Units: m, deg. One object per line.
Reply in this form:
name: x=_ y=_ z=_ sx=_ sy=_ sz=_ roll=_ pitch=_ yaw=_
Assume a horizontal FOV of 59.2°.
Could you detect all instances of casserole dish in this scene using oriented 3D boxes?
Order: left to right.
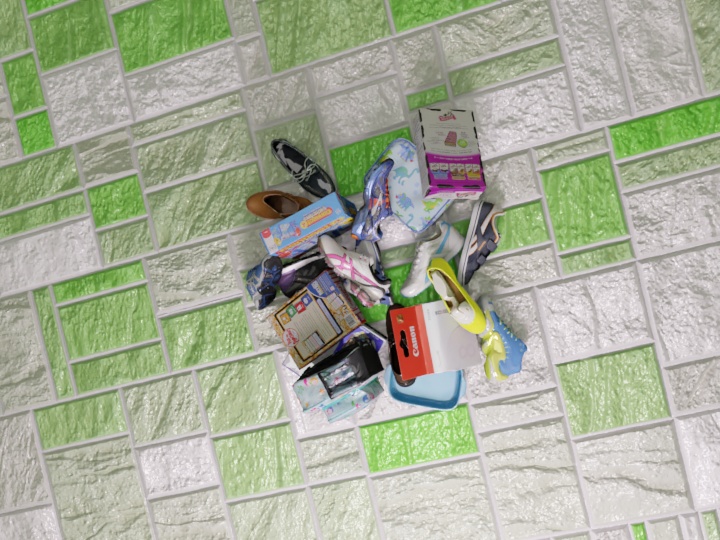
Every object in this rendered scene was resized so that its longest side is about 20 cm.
casserole dish: x=0.156 y=0.264 z=1.524 sx=0.196 sy=0.039 sz=0.124 roll=8 pitch=93 yaw=9

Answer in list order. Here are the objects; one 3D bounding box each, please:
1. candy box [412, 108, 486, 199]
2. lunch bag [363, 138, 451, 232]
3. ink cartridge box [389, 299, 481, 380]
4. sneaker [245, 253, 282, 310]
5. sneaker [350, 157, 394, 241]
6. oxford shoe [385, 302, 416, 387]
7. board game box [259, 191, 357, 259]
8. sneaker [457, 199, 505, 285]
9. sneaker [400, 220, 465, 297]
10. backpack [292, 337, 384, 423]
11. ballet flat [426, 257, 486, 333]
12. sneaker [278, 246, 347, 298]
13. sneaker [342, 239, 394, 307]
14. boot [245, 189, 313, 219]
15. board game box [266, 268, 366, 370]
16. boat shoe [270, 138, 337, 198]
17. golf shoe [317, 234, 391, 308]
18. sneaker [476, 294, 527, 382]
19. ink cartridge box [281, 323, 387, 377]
candy box: x=0.197 y=-0.262 z=1.426 sx=0.133 sy=0.061 sz=0.204 roll=0 pitch=69 yaw=-12
lunch bag: x=0.120 y=-0.200 z=1.488 sx=0.200 sy=0.082 sz=0.161 roll=42 pitch=99 yaw=6
ink cartridge box: x=0.175 y=0.152 z=1.450 sx=0.197 sy=0.057 sz=0.166 roll=-8 pitch=84 yaw=-32
sneaker: x=-0.240 y=0.018 z=1.521 sx=0.077 sy=0.075 sz=0.201 roll=46 pitch=143 yaw=14
sneaker: x=0.043 y=-0.157 z=1.435 sx=0.077 sy=0.075 sz=0.203 roll=21 pitch=113 yaw=6
oxford shoe: x=0.095 y=0.162 z=1.484 sx=0.071 sy=0.085 sz=0.203 roll=-14 pitch=62 yaw=9
board game box: x=-0.109 y=-0.099 z=1.473 sx=0.197 sy=0.196 sz=0.057 roll=-27 pitch=83 yaw=10
sneaker: x=0.280 y=-0.057 z=1.468 sx=0.078 sy=0.078 sz=0.204 roll=15 pitch=94 yaw=14
sneaker: x=0.153 y=-0.025 z=1.485 sx=0.080 sy=0.076 sz=0.201 roll=40 pitch=89 yaw=-15
backpack: x=-0.050 y=0.259 z=1.448 sx=0.197 sy=0.177 sz=0.153 roll=-24 pitch=84 yaw=15
ballet flat: x=0.209 y=0.065 z=1.419 sx=0.066 sy=0.067 sz=0.202 roll=-33 pitch=91 yaw=27
sneaker: x=-0.110 y=0.005 z=1.551 sx=0.197 sy=0.076 sz=0.089 roll=-20 pitch=98 yaw=17
sneaker: x=0.000 y=0.001 z=1.518 sx=0.113 sy=0.081 sz=0.203 roll=-17 pitch=91 yaw=8
boot: x=-0.205 y=-0.159 z=1.507 sx=0.196 sy=0.155 sz=0.075 roll=5 pitch=93 yaw=14
board game box: x=-0.107 y=0.116 z=1.506 sx=0.199 sy=0.046 sz=0.153 roll=-36 pitch=83 yaw=18
boat shoe: x=-0.139 y=-0.248 z=1.541 sx=0.075 sy=0.062 sz=0.200 roll=-44 pitch=85 yaw=7
golf shoe: x=-0.015 y=-0.015 z=1.454 sx=0.092 sy=0.073 sz=0.200 roll=-43 pitch=94 yaw=9
sneaker: x=0.330 y=0.154 z=1.482 sx=0.103 sy=0.076 sz=0.204 roll=-8 pitch=91 yaw=-8
ink cartridge box: x=-0.063 y=0.197 z=1.556 sx=0.196 sy=0.043 sz=0.202 roll=33 pitch=97 yaw=7
